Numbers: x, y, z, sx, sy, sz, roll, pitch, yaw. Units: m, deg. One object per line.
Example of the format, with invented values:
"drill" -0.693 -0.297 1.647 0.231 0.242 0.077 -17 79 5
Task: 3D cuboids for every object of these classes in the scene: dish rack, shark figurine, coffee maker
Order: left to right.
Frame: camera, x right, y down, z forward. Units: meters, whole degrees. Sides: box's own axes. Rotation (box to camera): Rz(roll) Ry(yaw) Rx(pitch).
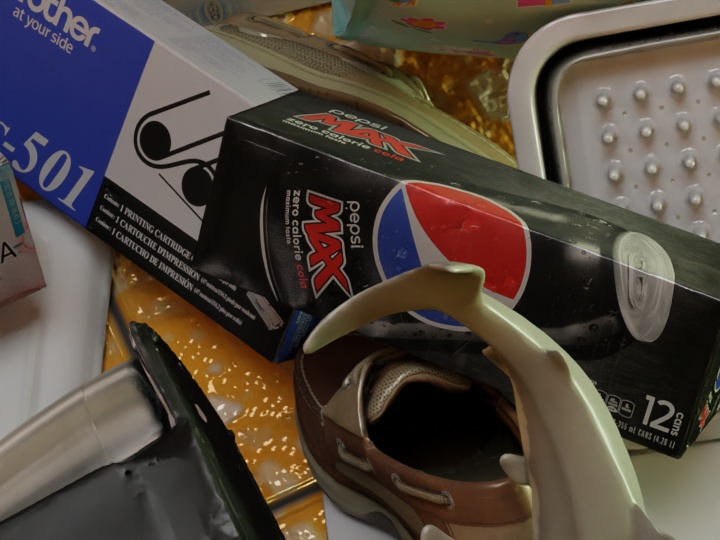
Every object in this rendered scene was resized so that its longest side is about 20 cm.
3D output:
"coffee maker" -0.120 0.141 0.799 0.200 0.135 0.192 -30 34 1
"shark figurine" 0.073 0.077 0.719 0.128 0.215 0.089 -25 22 -33
"dish rack" 0.164 -0.027 0.871 0.199 0.044 0.172 -9 97 7

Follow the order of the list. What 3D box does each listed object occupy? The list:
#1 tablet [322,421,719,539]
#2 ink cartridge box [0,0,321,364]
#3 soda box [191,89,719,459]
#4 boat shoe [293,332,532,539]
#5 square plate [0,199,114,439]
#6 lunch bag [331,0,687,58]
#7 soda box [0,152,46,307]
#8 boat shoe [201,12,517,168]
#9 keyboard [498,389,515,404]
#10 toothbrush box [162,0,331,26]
"tablet" 0.087 0.095 0.851 0.199 0.014 0.130 -13 28 1
"ink cartridge box" -0.082 -0.053 0.959 0.200 0.094 0.044 35 25 24
"soda box" 0.043 -0.002 0.835 0.200 0.063 0.071 20 20 17
"boat shoe" 0.026 0.060 0.849 0.076 0.072 0.200 -23 29 -17
"square plate" -0.207 0.051 0.958 0.198 0.028 0.200 -4 54 7
"lunch bag" 0.070 -0.145 0.938 0.170 0.200 0.122 -2 83 -3
"soda box" -0.208 -0.051 0.973 0.063 0.069 0.200 -26 40 -19
"boat shoe" 0.003 -0.065 0.975 0.200 0.071 0.064 29 44 26
"keyboard" 0.000 0.000 0.948 0.200 0.056 0.011 29 22 27
"toothbrush box" -0.052 -0.209 1.007 0.146 0.200 0.085 -13 55 0
